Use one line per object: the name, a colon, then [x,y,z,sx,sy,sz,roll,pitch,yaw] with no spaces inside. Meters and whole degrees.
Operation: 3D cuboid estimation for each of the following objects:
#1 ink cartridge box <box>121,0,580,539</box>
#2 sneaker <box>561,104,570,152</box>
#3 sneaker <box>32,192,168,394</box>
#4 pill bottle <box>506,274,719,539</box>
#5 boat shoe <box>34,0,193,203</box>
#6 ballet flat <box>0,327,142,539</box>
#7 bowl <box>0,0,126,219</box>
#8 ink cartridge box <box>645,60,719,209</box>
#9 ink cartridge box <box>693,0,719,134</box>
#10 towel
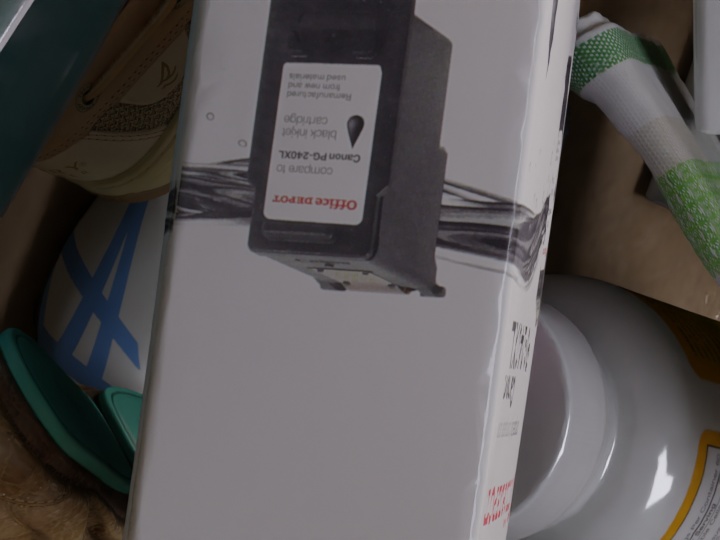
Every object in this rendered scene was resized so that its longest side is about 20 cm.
ink cartridge box: [0.005,-0.023,0.694,0.145,0.083,0.200,19,79,-83]
sneaker: [0.000,0.000,0.904,0.200,0.070,0.082,-68,151,-17]
sneaker: [-0.041,-0.009,0.842,0.072,0.072,0.200,18,93,-56]
pill bottle: [0.087,0.063,1.012,0.200,0.113,0.113,16,93,-55]
boat shoe: [-0.044,-0.117,0.785,0.065,0.071,0.200,23,89,-56]
ballet flat: [-0.082,0.066,0.762,0.072,0.068,0.200,-32,161,7]
bowl: [-0.126,-0.051,0.639,0.201,0.105,0.201,-58,-177,4]
ink cartridge box: [0.230,-0.086,1.102,0.145,0.145,0.200,16,94,-55]
ink cartridge box: [0.186,-0.149,0.965,0.084,0.144,0.200,-34,124,-79]
towel: [0.130,0.006,0.967,0.031,0.200,0.149,-32,173,13]
